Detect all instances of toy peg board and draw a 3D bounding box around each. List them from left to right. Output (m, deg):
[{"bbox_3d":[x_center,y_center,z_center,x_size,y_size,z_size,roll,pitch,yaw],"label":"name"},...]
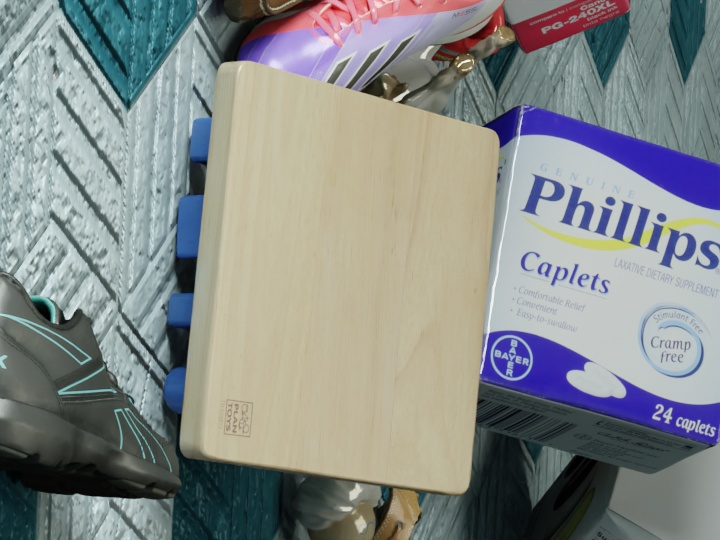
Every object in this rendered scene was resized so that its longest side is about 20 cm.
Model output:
[{"bbox_3d":[-0.034,0.009,1.494,0.199,0.098,0.201,12,80,-44],"label":"toy peg board"}]

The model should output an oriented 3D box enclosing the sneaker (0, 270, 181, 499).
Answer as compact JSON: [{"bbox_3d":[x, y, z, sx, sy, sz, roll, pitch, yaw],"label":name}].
[{"bbox_3d":[-0.127,0.057,1.243,0.200,0.075,0.080,39,54,-69],"label":"sneaker"}]

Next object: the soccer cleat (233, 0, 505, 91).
[{"bbox_3d":[0.012,-0.144,1.547,0.200,0.068,0.073,-27,168,-38],"label":"soccer cleat"}]

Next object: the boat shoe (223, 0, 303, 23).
[{"bbox_3d":[-0.020,-0.194,1.533,0.200,0.073,0.076,-58,147,-56],"label":"boat shoe"}]

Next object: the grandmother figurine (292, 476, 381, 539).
[{"bbox_3d":[-0.013,0.210,1.659,0.121,0.060,0.201,-36,128,-70],"label":"grandmother figurine"}]

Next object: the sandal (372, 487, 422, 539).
[{"bbox_3d":[0.011,0.166,1.729,0.082,0.054,0.201,-46,137,-64],"label":"sandal"}]

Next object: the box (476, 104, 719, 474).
[{"bbox_3d":[0.152,0.014,1.898,0.105,0.183,0.201,145,-42,-63],"label":"box"}]

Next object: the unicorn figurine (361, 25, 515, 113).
[{"bbox_3d":[0.031,-0.105,1.691,0.199,0.137,0.074,0,54,-51],"label":"unicorn figurine"}]

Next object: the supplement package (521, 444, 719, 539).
[{"bbox_3d":[0.213,0.212,2.093,0.200,0.147,0.192,-56,-175,38],"label":"supplement package"}]

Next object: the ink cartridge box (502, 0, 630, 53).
[{"bbox_3d":[0.100,-0.256,1.810,0.200,0.083,0.146,56,16,-63],"label":"ink cartridge box"}]

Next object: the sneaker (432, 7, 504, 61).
[{"bbox_3d":[0.045,-0.189,1.721,0.200,0.084,0.077,51,45,-65],"label":"sneaker"}]
